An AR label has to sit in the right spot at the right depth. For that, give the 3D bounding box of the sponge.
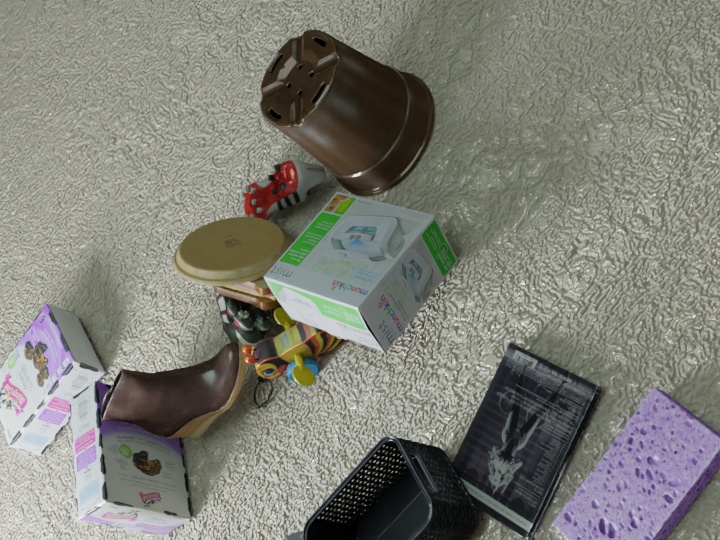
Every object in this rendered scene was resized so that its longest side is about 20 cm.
[{"bbox_3d":[0.313,0.241,1.327,0.201,0.030,0.112,-56,45,8],"label":"sponge"}]

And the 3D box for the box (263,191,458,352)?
[{"bbox_3d":[0.000,0.000,1.634,0.199,0.097,0.177,18,58,45],"label":"box"}]

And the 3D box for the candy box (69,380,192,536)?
[{"bbox_3d":[-0.351,0.288,1.812,0.071,0.167,0.201,-34,52,28],"label":"candy box"}]

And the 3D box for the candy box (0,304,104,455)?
[{"bbox_3d":[-0.559,0.193,2.101,0.200,0.071,0.168,-51,46,12],"label":"candy box"}]

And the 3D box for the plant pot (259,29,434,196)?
[{"bbox_3d":[-0.030,-0.238,1.734,0.199,0.198,0.202,-19,60,36],"label":"plant pot"}]

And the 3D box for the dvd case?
[{"bbox_3d":[0.196,0.206,1.458,0.148,0.016,0.201,26,90,46],"label":"dvd case"}]

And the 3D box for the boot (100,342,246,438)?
[{"bbox_3d":[-0.273,0.169,1.748,0.201,0.165,0.073,-55,34,28],"label":"boot"}]

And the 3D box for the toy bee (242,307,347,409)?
[{"bbox_3d":[-0.110,0.125,1.709,0.201,0.108,0.131,-55,47,8],"label":"toy bee"}]

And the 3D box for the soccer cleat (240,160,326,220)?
[{"bbox_3d":[-0.123,-0.122,1.865,0.200,0.084,0.069,-32,67,57],"label":"soccer cleat"}]

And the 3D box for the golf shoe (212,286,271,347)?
[{"bbox_3d":[-0.196,0.057,1.840,0.200,0.076,0.089,-115,36,-53],"label":"golf shoe"}]

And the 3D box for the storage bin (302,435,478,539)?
[{"bbox_3d":[0.035,0.321,1.488,0.200,0.093,0.136,-50,46,21],"label":"storage bin"}]

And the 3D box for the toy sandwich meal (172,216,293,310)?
[{"bbox_3d":[-0.184,-0.011,1.805,0.205,0.204,0.071,31,138,45],"label":"toy sandwich meal"}]

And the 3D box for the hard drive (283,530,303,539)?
[{"bbox_3d":[-0.077,0.456,1.576,0.135,0.042,0.200,-51,46,12],"label":"hard drive"}]
